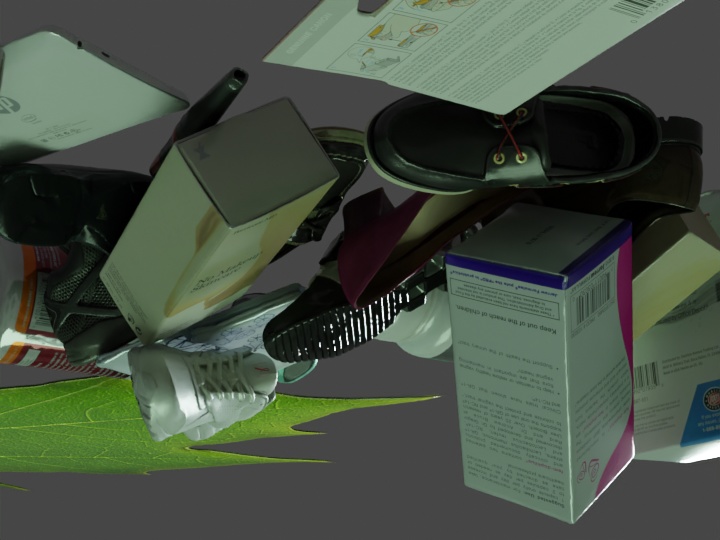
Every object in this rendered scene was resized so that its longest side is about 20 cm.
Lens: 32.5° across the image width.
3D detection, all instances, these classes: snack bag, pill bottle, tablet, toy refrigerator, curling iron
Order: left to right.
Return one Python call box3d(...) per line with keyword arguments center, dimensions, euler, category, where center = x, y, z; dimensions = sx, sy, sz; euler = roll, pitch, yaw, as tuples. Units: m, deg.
box3d(center=(-0.230, -0.111, 0.845), dimensions=(0.199, 0.014, 0.130), euler=(-13, 158, 33), category="tablet")
box3d(center=(-0.248, 0.040, 1.145), dimensions=(0.199, 0.114, 0.113), euler=(12, 158, -32), category="pill bottle")
box3d(center=(-0.111, -0.098, 0.869), dimensions=(0.049, 0.026, 0.200), euler=(-3, 163, -20), category="curling iron")
box3d(center=(-0.108, 0.068, 1.075), dimensions=(0.199, 0.022, 0.189), euler=(-19, 162, 12), category="snack bag")
box3d(center=(0.094, 0.027, 1.110), dimensions=(0.199, 0.114, 0.113), euler=(12, 158, -33), category="pill bottle")
box3d(center=(0.195, 0.019, 1.004), dimensions=(0.070, 0.076, 0.200), euler=(25, 121, -38), category="toy refrigerator")

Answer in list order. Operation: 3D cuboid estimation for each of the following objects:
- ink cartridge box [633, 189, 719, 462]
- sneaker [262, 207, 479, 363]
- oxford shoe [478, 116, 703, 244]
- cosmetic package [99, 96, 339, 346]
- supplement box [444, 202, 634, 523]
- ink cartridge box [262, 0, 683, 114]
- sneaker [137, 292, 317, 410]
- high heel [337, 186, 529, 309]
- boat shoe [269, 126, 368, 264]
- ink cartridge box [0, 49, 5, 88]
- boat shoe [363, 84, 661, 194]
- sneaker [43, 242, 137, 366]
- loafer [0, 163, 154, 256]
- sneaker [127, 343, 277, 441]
box3d(center=(0.290, 0.051, 1.048), dimensions=(0.083, 0.202, 0.145), euler=(9, 160, -32), category="ink cartridge box")
box3d(center=(0.000, 0.000, 0.973), dimensions=(0.199, 0.089, 0.074), euler=(-28, 153, -18), category="sneaker")
box3d(center=(0.165, -0.049, 0.930), dimensions=(0.072, 0.085, 0.199), euler=(13, 159, -41), category="oxford shoe")
box3d(center=(-0.106, -0.031, 0.889), dimensions=(0.105, 0.071, 0.200), euler=(-29, 170, -34), category="cosmetic package")
box3d(center=(0.136, 0.066, 0.906), dimensions=(0.103, 0.202, 0.101), euler=(12, -150, 37), category="supplement box")
box3d(center=(0.067, -0.155, 0.665), dimensions=(0.175, 0.045, 0.200), euler=(9, 159, -29), category="ink cartridge box")
box3d(center=(-0.132, 0.081, 1.269), dimensions=(0.199, 0.140, 0.078), euler=(-21, 118, 9), category="sneaker")
box3d(center=(0.073, -0.039, 0.884), dimensions=(0.199, 0.097, 0.067), euler=(-27, 133, 23), category="high heel")
box3d(center=(-0.047, -0.050, 0.950), dimensions=(0.073, 0.065, 0.200), euler=(10, 159, -23), category="boat shoe")
box3d(center=(-0.322, -0.081, 0.795), dimensions=(0.145, 0.083, 0.200), euler=(13, 156, -22), category="ink cartridge box")
box3d(center=(0.101, -0.090, 0.809), dimensions=(0.200, 0.074, 0.063), euler=(-1, 175, -19), category="boat shoe")
box3d(center=(-0.182, -0.011, 1.054), dimensions=(0.198, 0.115, 0.076), euler=(-27, -173, -3), category="sneaker")
box3d(center=(-0.210, -0.052, 0.964), dimensions=(0.072, 0.073, 0.199), euler=(26, -171, 41), category="loafer")
box3d(center=(-0.119, 0.087, 0.988), dimensions=(0.099, 0.079, 0.200), euler=(-19, 171, 7), category="sneaker")
